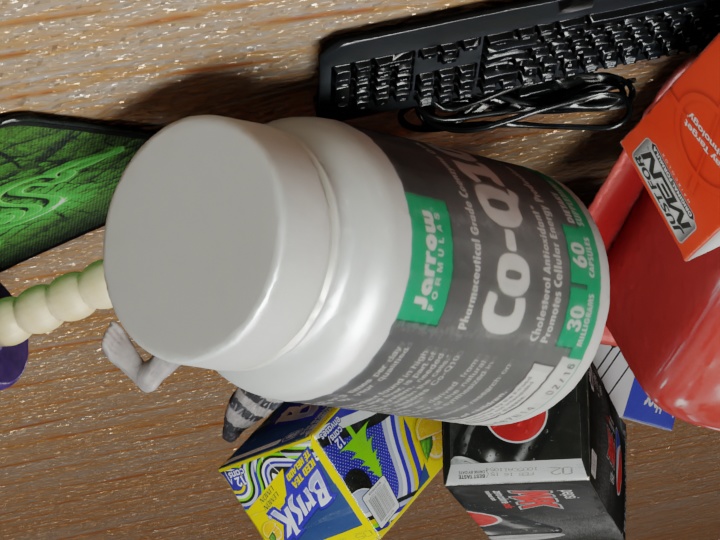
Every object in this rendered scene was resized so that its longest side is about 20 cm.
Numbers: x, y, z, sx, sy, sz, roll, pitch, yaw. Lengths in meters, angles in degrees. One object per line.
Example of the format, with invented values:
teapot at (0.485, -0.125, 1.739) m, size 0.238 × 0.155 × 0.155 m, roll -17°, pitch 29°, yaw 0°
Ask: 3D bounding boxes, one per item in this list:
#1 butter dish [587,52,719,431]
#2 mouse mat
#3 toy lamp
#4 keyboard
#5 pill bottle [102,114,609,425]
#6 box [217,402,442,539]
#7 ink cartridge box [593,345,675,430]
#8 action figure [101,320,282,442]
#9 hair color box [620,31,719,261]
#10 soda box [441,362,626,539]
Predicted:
butter dish at (0.205, 0.016, 1.259) m, size 0.200 × 0.148 × 0.199 m, roll 7°, pitch 137°, yaw -20°
mouse mat at (-0.160, -0.024, 1.185) m, size 0.200 × 0.008 × 0.161 m, roll -21°, pitch 165°, yaw 35°
toy lamp at (-0.122, 0.009, 1.231) m, size 0.200 × 0.058 × 0.058 m, roll -22°, pitch 164°, yaw 28°
keyboard at (0.082, -0.079, 1.116) m, size 0.200 × 0.040 × 0.104 m, roll -11°, pitch 166°, yaw -5°
pill bottle at (0.000, 0.000, 1.128) m, size 0.113 × 0.113 × 0.200 m, roll -22°, pitch 160°, yaw 36°
box at (0.016, 0.065, 1.411) m, size 0.070 × 0.064 × 0.200 m, roll -23°, pitch -166°, yaw 39°
ink cartridge box at (0.127, 0.026, 1.467) m, size 0.044 × 0.094 × 0.200 m, roll 15°, pitch 179°, yaw 24°
action figure at (0.005, 0.018, 1.325) m, size 0.200 × 0.105 × 0.193 m, roll 0°, pitch 171°, yaw -41°
hair color box at (0.186, -0.080, 1.081) m, size 0.101 × 0.061 × 0.200 m, roll -23°, pitch 167°, yaw -25°
soda box at (0.084, 0.086, 1.336) m, size 0.071 × 0.063 × 0.200 m, roll -3°, pitch 165°, yaw 10°
